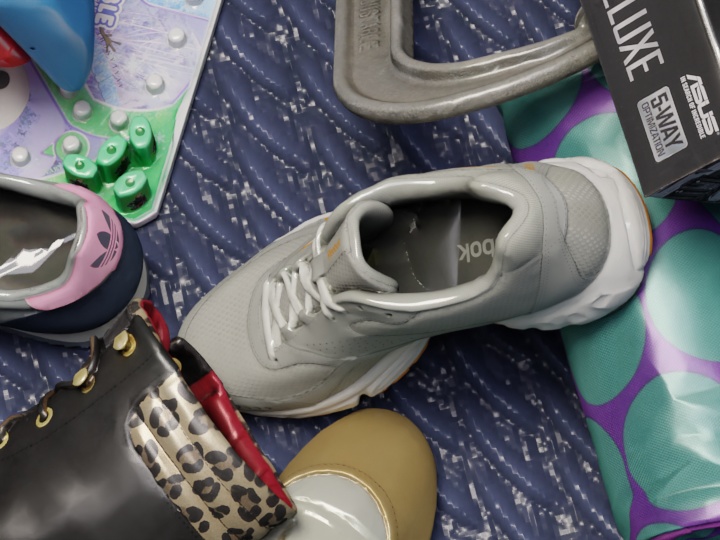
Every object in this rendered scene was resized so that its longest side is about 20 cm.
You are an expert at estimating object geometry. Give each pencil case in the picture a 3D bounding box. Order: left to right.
[{"bbox_3d":[0.116,0.010,1.041,0.085,0.092,0.200,-29,67,38],"label":"pencil case"}]

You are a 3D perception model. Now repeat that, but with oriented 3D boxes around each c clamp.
[{"bbox_3d":[0.069,-0.119,1.067,0.171,0.027,0.200,-9,33,13],"label":"c clamp"}]

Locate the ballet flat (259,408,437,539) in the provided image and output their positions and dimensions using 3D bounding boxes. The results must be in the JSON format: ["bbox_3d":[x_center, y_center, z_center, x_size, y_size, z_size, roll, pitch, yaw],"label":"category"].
[{"bbox_3d":[-0.031,0.133,1.016,0.069,0.063,0.200,28,74,10],"label":"ballet flat"}]

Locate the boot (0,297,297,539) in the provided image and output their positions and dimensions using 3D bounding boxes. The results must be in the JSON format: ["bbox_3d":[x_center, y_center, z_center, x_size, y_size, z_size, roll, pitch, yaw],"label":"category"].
[{"bbox_3d":[-0.131,0.064,1.018,0.151,0.073,0.200,-39,73,6],"label":"boot"}]

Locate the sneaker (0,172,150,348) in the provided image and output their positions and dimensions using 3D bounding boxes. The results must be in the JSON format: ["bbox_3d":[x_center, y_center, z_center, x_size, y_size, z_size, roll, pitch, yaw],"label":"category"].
[{"bbox_3d":[-0.182,-0.018,1.062,0.200,0.082,0.070,3,72,3],"label":"sneaker"}]

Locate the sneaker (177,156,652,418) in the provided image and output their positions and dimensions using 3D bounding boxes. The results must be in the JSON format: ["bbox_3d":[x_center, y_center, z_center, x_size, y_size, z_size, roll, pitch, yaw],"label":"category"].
[{"bbox_3d":[0.000,0.000,1.010,0.200,0.092,0.076,-22,71,31],"label":"sneaker"}]

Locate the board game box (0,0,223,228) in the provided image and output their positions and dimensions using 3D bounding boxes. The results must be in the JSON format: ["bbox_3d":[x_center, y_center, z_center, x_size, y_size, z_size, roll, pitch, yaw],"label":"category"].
[{"bbox_3d":[-0.153,-0.134,1.130,0.200,0.026,0.200,14,72,6],"label":"board game box"}]

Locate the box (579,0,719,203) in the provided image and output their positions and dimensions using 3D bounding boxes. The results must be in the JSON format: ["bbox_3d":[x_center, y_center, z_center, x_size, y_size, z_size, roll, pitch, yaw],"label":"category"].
[{"bbox_3d":[0.153,-0.101,1.025,0.050,0.200,0.158,-28,70,36],"label":"box"}]

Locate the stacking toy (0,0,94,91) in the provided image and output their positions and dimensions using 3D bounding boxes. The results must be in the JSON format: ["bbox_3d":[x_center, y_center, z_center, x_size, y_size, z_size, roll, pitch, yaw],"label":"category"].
[{"bbox_3d":[-0.206,-0.121,1.072,0.200,0.116,0.110,-9,70,13],"label":"stacking toy"}]
